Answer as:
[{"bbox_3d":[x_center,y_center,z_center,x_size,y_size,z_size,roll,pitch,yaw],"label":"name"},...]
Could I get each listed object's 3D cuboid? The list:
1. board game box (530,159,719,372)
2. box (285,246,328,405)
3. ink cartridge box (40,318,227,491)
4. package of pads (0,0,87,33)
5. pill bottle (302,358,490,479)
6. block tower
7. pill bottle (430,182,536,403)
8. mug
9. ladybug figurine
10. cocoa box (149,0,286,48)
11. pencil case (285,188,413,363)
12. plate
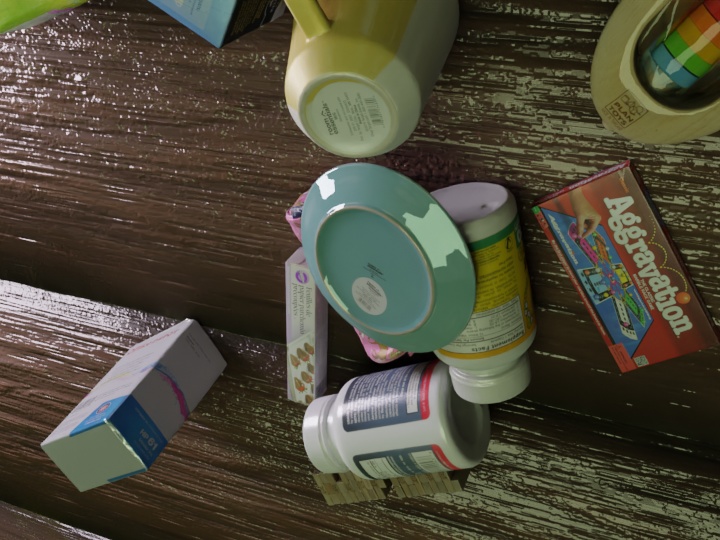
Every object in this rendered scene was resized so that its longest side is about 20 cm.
[{"bbox_3d":[0.256,0.002,0.790,0.102,0.019,0.201,-24,106,33],"label":"board game box"},{"bbox_3d":[-0.063,0.070,0.972,0.038,0.042,0.203,14,125,17],"label":"box"},{"bbox_3d":[-0.280,0.167,1.037,0.143,0.201,0.085,-23,112,35],"label":"ink cartridge box"},{"bbox_3d":[-0.321,-0.337,0.817,0.197,0.068,0.156,-15,112,22],"label":"package of pads"},{"bbox_3d":[0.037,0.174,0.937,0.198,0.120,0.121,-16,111,32],"label":"pill bottle"},{"bbox_3d":[0.038,0.246,1.020,0.198,0.054,0.058,-15,113,31],"label":"block tower"},{"bbox_3d":[0.114,0.026,0.813,0.111,0.113,0.203,-2,117,26],"label":"pill bottle"},{"bbox_3d":[-0.013,-0.185,0.689,0.185,0.155,0.150,26,139,-14],"label":"mug"},{"bbox_3d":[0.266,-0.184,0.639,0.136,0.072,0.200,45,127,-6],"label":"ladybug figurine"},{"bbox_3d":[-0.111,-0.322,0.700,0.132,0.131,0.201,34,128,3],"label":"cocoa box"},{"bbox_3d":[0.000,0.000,0.873,0.082,0.087,0.202,-25,108,16],"label":"pencil case"},{"bbox_3d":[0.017,-0.003,0.773,0.198,0.026,0.203,21,129,27],"label":"plate"}]
